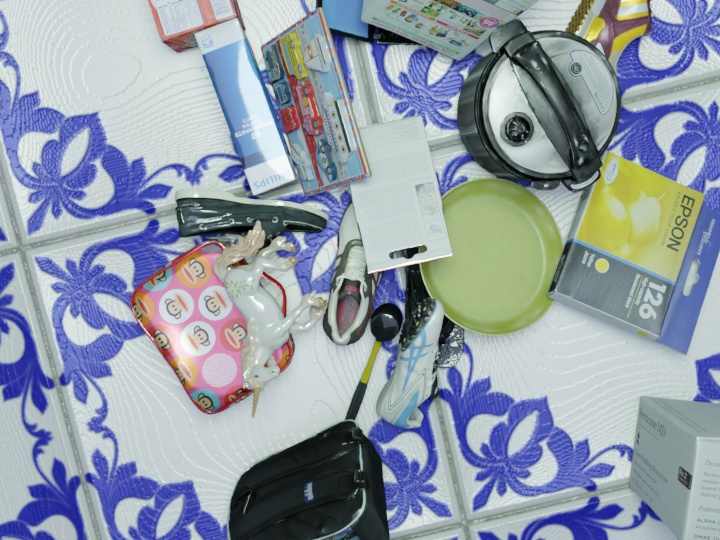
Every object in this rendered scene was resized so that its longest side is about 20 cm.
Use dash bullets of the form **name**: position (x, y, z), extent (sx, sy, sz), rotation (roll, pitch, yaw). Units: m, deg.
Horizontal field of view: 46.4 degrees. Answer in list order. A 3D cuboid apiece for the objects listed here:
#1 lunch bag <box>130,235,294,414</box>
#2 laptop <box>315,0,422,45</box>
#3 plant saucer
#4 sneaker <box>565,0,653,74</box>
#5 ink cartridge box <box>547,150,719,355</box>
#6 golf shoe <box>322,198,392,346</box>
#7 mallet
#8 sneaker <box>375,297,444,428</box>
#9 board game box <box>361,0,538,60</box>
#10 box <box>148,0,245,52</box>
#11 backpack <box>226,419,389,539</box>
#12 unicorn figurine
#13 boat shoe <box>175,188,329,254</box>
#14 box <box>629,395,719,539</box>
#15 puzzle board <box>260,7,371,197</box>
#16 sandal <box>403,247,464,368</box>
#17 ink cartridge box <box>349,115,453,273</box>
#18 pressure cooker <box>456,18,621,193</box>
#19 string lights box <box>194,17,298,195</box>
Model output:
- **lunch bag**: position (-0.177, 0.062, 1.080), extent (0.175, 0.082, 0.201), rotation (-32, 94, 2)
- **laptop**: position (0.048, -0.374, 1.027), extent (0.197, 0.103, 0.180), rotation (2, 96, 0)
- **plant saucer**: position (0.166, -0.017, 1.078), extent (0.197, 0.031, 0.203), rotation (2, 83, -12)
- **sneaker**: position (0.336, -0.342, 1.053), extent (0.089, 0.075, 0.201), rotation (29, 101, -11)
- **ink cartridge box**: position (0.363, -0.022, 1.071), extent (0.198, 0.047, 0.200), rotation (22, 80, 1)
- **golf shoe**: position (0.000, 0.000, 1.073), extent (0.076, 0.088, 0.203), rotation (10, 94, 1)
- **mallet**: position (0.009, 0.136, 1.115), extent (0.041, 0.066, 0.202), rotation (21, 110, 4)
- **sneaker**: position (0.075, 0.119, 1.067), extent (0.072, 0.072, 0.202), rotation (16, 125, -1)
- **board game box**: position (0.111, -0.326, 0.942), extent (0.146, 0.199, 0.065), rotation (15, 71, -26)
- **box**: position (-0.220, -0.384, 1.029), extent (0.098, 0.095, 0.202), rotation (-17, 95, 1)
- **backpack**: position (-0.064, 0.303, 1.056), extent (0.198, 0.178, 0.152), rotation (-20, 124, 8)
- **unicorn figurine**: position (-0.112, 0.054, 1.021), extent (0.136, 0.074, 0.201), rotation (-30, 81, 3)
- **boat shoe**: position (-0.134, -0.055, 1.049), extent (0.197, 0.074, 0.067), rotation (8, 78, -28)
- **box**: position (0.464, 0.249, 1.041), extent (0.197, 0.199, 0.133), rotation (6, 95, 0)
- **puzzle board**: position (-0.060, -0.198, 1.029), extent (0.017, 0.150, 0.202), rotation (-21, 97, -32)
- **sandal**: position (0.090, 0.032, 1.094), extent (0.074, 0.048, 0.203), rotation (-11, 96, 0)
- **ink cartridge box**: position (0.044, -0.087, 1.036), extent (0.107, 0.050, 0.202), rotation (-11, 65, 1)
- **pressure cooker**: position (0.211, -0.188, 0.995), extent (0.174, 0.200, 0.181), rotation (16, 96, -4)
- **string lights box**: position (-0.137, -0.198, 1.044), extent (0.058, 0.103, 0.202), rotation (-20, 95, 0)
